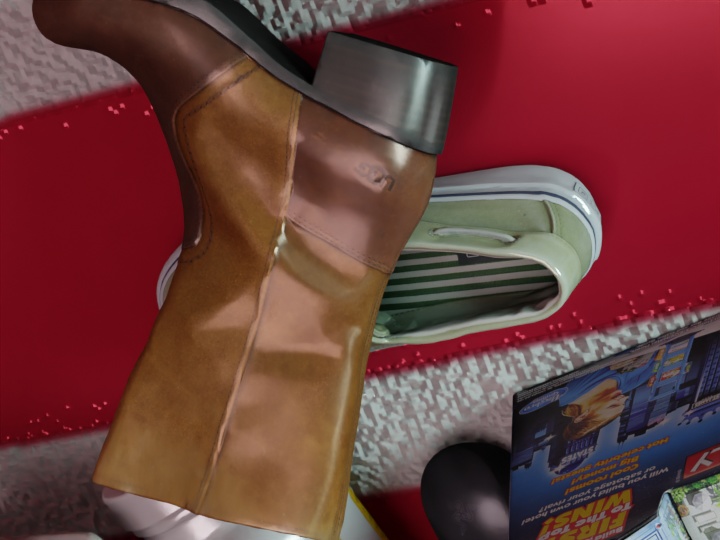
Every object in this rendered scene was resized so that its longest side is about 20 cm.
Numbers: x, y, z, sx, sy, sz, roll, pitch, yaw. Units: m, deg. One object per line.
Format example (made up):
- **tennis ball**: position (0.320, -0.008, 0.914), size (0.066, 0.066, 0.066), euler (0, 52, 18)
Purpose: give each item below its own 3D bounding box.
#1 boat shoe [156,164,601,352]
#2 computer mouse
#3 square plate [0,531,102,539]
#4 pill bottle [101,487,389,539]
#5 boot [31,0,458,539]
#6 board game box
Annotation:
- **boat shoe**: position (0.000, 0.000, 0.904), size (0.199, 0.062, 0.072), euler (-13, 112, 23)
- **computer mouse**: position (0.100, 0.154, 0.968), size (0.200, 0.034, 0.059), euler (45, 119, -8)
- **square plate**: position (-0.105, 0.204, 1.003), size (0.200, 0.028, 0.198), euler (54, 151, -12)
- **pill bottle**: position (-0.026, 0.153, 0.966), size (0.104, 0.104, 0.200), euler (-30, 104, 28)
- **boot**: position (-0.069, -0.009, 0.877), size (0.187, 0.068, 0.201), euler (18, 98, 10)
- **board game box**: position (0.133, 0.083, 0.825), size (0.199, 0.200, 0.062), euler (-24, 107, 27)
